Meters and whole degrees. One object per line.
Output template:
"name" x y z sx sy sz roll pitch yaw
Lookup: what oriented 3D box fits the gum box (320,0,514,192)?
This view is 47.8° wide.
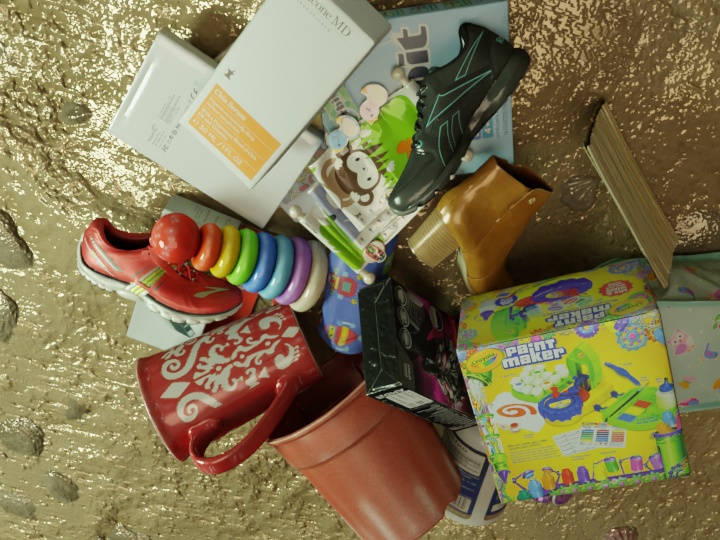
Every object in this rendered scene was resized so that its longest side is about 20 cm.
"gum box" 0.055 -0.181 0.841 0.197 0.045 0.172 -9 117 0

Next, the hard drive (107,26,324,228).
"hard drive" -0.156 -0.149 0.880 0.198 0.027 0.132 32 118 -15

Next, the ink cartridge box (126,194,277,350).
"ink cartridge box" -0.182 0.028 1.009 0.171 0.044 0.202 21 121 -7

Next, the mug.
"mug" -0.145 0.145 0.987 0.198 0.179 0.134 -25 161 -4

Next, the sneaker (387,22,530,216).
"sneaker" 0.079 -0.146 0.789 0.079 0.075 0.201 35 88 -8

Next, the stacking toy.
"stacking toy" -0.140 -0.016 0.917 0.197 0.086 0.086 16 123 -26

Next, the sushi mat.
"sushi mat" 0.294 -0.083 0.874 0.012 0.096 0.201 -15 123 40

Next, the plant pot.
"plant pot" 0.014 0.216 0.992 0.199 0.201 0.196 -32 101 21

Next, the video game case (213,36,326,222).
"video game case" -0.067 -0.174 0.887 0.181 0.023 0.200 -33 113 22

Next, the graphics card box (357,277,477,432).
"graphics card box" 0.073 0.102 0.936 0.050 0.127 0.199 -21 148 29

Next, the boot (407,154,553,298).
"boot" 0.159 -0.040 0.892 0.144 0.071 0.200 -41 139 23

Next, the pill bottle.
"pill bottle" 0.162 0.225 1.062 0.109 0.112 0.202 11 122 -2

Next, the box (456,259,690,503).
"box" 0.222 0.118 0.860 0.197 0.122 0.195 -12 112 16

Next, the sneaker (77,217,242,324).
"sneaker" -0.226 -0.003 0.927 0.197 0.077 0.086 19 116 -7

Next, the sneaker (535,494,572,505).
"sneaker" 0.248 0.233 1.019 0.072 0.115 0.201 23 161 38

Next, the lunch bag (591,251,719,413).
"lunch bag" 0.340 0.076 0.953 0.196 0.123 0.173 -4 122 0

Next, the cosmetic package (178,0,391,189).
"cosmetic package" -0.074 -0.186 0.776 0.101 0.071 0.200 41 121 -7

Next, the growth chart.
"growth chart" 0.018 -0.097 0.846 0.144 0.018 0.200 35 108 -20

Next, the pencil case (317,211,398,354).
"pencil case" 0.000 0.000 0.956 0.077 0.087 0.203 23 123 20
